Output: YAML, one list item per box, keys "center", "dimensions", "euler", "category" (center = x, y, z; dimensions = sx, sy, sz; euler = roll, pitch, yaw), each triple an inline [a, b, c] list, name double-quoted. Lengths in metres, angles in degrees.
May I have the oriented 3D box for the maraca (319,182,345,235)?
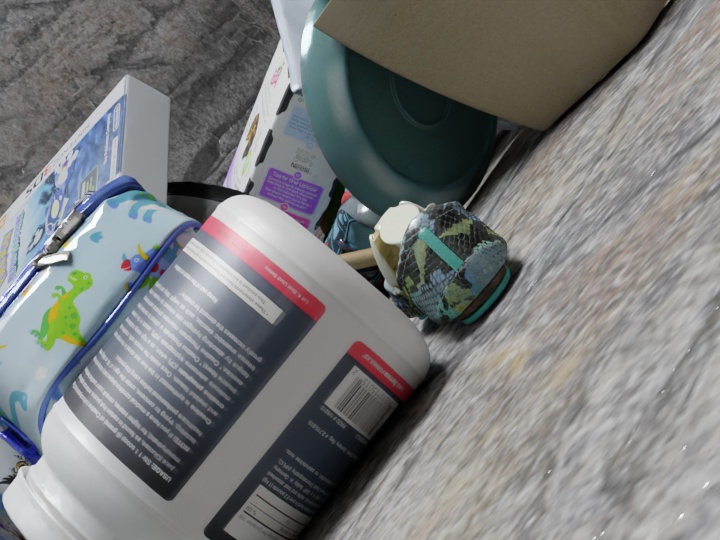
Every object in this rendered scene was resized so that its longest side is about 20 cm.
- center: [0.013, -0.099, 1.404]
  dimensions: [0.137, 0.106, 0.201]
  euler: [-48, -24, -45]
  category: "maraca"

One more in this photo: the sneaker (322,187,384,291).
- center: [0.000, 0.000, 1.238]
  dimensions: [0.096, 0.079, 0.200]
  euler: [-63, 0, -18]
  category: "sneaker"

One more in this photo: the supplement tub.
- center: [-0.072, 0.076, 0.801]
  dimensions: [0.200, 0.140, 0.140]
  euler: [-50, 5, -4]
  category: "supplement tub"

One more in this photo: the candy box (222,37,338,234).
- center: [-0.068, -0.080, 1.326]
  dimensions: [0.168, 0.071, 0.201]
  euler: [-102, 34, -68]
  category: "candy box"

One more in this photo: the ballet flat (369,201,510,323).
- center: [0.038, -0.012, 0.882]
  dimensions: [0.074, 0.074, 0.200]
  euler: [-50, 4, -6]
  category: "ballet flat"

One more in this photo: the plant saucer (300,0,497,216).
- center: [0.039, -0.135, 1.161]
  dimensions: [0.027, 0.201, 0.201]
  euler: [-11, 33, 46]
  category: "plant saucer"

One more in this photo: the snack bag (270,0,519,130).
- center: [0.020, -0.186, 1.282]
  dimensions: [0.190, 0.198, 0.022]
  euler: [-106, 27, -43]
  category: "snack bag"

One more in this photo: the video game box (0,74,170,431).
- center: [-0.202, -0.011, 1.099]
  dimensions: [0.182, 0.047, 0.201]
  euler: [-44, 34, 32]
  category: "video game box"

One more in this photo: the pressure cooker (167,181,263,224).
- center: [-0.125, 0.057, 1.151]
  dimensions: [0.177, 0.176, 0.202]
  euler: [-5, 56, 31]
  category: "pressure cooker"

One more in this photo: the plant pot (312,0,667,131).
- center: [0.118, -0.220, 1.069]
  dimensions: [0.200, 0.177, 0.200]
  euler: [-55, 6, -34]
  category: "plant pot"

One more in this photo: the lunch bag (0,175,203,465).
- center: [-0.140, 0.055, 0.917]
  dimensions: [0.161, 0.082, 0.200]
  euler: [-53, -26, -18]
  category: "lunch bag"

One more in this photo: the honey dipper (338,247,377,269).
- center: [-0.029, 0.000, 1.038]
  dimensions: [0.198, 0.038, 0.038]
  euler: [-11, 4, -2]
  category: "honey dipper"

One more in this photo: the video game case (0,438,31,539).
- center: [-0.237, 0.196, 1.197]
  dimensions: [0.046, 0.181, 0.200]
  euler: [-53, 5, -22]
  category: "video game case"
